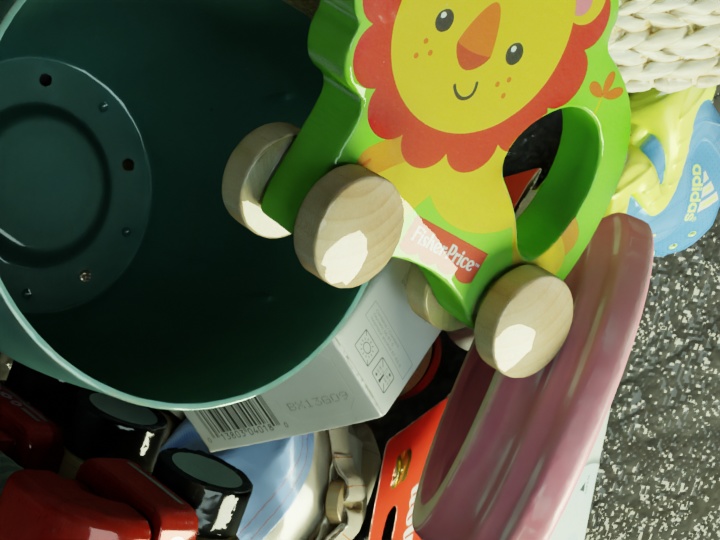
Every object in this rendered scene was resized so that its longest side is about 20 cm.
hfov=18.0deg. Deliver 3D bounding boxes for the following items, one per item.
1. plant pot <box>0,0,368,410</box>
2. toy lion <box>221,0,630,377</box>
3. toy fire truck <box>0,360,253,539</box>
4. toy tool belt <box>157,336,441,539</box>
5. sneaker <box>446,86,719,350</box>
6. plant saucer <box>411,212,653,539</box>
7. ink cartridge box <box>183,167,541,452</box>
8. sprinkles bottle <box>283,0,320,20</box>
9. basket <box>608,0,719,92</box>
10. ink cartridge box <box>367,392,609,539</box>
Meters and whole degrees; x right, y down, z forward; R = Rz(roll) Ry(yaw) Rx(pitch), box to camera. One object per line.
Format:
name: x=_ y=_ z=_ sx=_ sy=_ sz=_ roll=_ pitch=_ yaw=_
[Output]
plant pot: x=-0.112 y=-0.041 z=1.003 sx=0.199 sy=0.161 sz=0.202 roll=1 pitch=88 yaw=-33
toy lion: x=0.047 y=-0.074 z=0.927 sx=0.200 sy=0.069 sz=0.193 roll=28 pitch=94 yaw=-47
toy fire truck: x=-0.167 y=0.088 z=1.005 sx=0.199 sy=0.176 sz=0.130 roll=7 pitch=109 yaw=-48
toy tool belt: x=-0.054 y=0.087 z=1.145 sx=0.123 sy=0.125 sz=0.201 roll=32 pitch=95 yaw=-44
sneaker: x=0.135 y=-0.020 z=1.221 sx=0.200 sy=0.076 sz=0.105 roll=-50 pitch=127 yaw=0
plant saucer: x=0.075 y=0.061 z=1.071 sx=0.050 sy=0.201 sz=0.202 roll=23 pitch=103 yaw=-4
ink cartridge box: x=0.000 y=0.000 z=1.087 sx=0.051 sy=0.108 sz=0.200 roll=58 pitch=42 yaw=-21
sprinkles bottle: x=-0.075 y=-0.175 z=0.907 sx=0.199 sy=0.068 sz=0.068 roll=32 pitch=97 yaw=-15
basket: x=0.078 y=-0.183 z=1.035 sx=0.197 sy=0.200 sz=0.162 roll=-6 pitch=119 yaw=-25
ink cartridge box: x=0.068 y=0.135 z=1.221 sx=0.200 sy=0.047 sz=0.161 roll=-28 pitch=132 yaw=-55
